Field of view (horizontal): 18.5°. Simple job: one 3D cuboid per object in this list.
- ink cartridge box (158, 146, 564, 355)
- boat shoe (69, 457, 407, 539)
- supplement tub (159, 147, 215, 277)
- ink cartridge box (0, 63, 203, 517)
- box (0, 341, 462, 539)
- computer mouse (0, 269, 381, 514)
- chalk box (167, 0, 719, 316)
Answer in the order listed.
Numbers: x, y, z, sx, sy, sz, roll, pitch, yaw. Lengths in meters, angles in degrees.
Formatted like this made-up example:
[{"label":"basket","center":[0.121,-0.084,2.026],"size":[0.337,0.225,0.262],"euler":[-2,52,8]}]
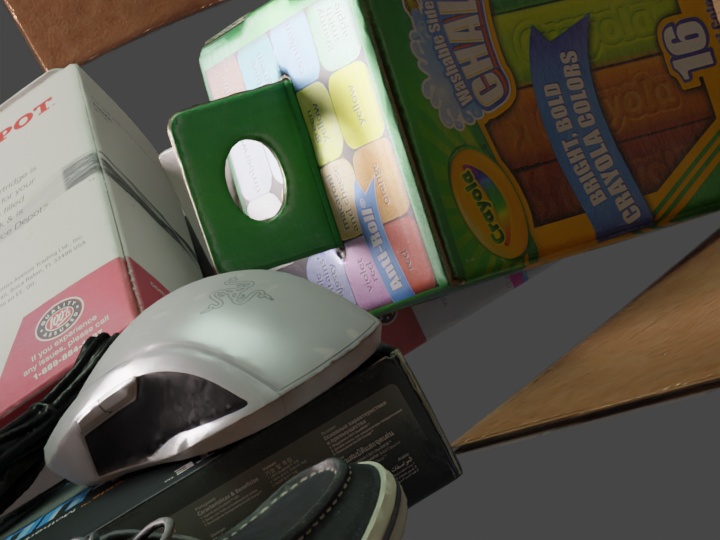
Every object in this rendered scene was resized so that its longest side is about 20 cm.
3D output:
[{"label":"ink cartridge box","center":[0.029,-0.042,0.936],"size":[0.200,0.117,0.067],"euler":[-29,5,-33]},{"label":"boat shoe","center":[-0.062,0.095,0.561],"size":[0.200,0.062,0.075],"euler":[-33,5,-37]},{"label":"supplement tub","center":[-0.079,-0.003,1.132],"size":[0.200,0.123,0.122],"euler":[-26,7,38]},{"label":"ink cartridge box","center":[-0.140,0.025,0.927],"size":[0.146,0.083,0.200],"euler":[-34,36,10]},{"label":"box","center":[-0.074,0.089,0.722],"size":[0.199,0.046,0.159],"euler":[-31,6,-7]},{"label":"computer mouse","center":[-0.068,0.034,0.714],"size":[0.110,0.044,0.200],"euler":[-34,7,-41]},{"label":"chalk box","center":[0.028,-0.053,0.822],"size":[0.199,0.125,0.124],"euler":[-17,-1,-33]}]
